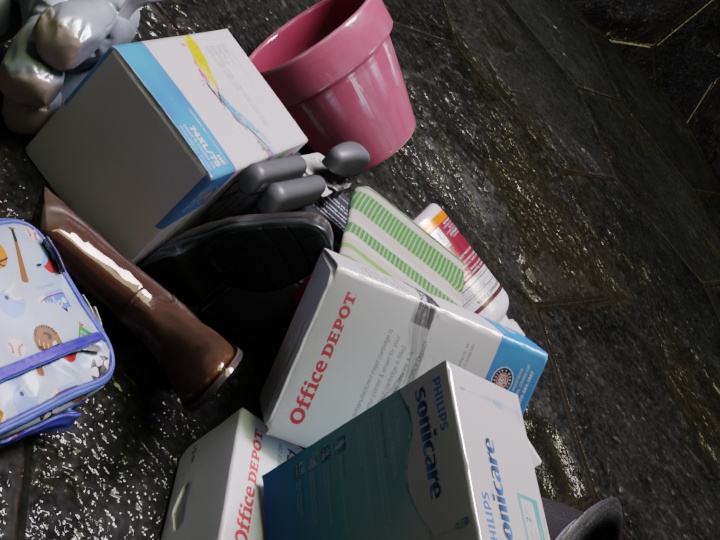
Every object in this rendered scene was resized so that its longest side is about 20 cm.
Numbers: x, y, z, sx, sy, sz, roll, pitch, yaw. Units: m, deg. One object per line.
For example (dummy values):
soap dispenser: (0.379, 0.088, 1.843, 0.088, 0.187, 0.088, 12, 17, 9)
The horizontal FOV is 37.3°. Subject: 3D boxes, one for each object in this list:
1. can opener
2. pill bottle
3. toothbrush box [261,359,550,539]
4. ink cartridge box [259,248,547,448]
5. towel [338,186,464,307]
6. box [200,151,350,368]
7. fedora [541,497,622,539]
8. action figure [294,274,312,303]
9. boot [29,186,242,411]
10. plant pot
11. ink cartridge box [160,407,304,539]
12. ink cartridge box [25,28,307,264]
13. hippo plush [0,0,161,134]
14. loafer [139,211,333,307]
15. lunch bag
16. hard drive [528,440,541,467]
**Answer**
can opener: (-0.053, -0.096, 1.029, 0.053, 0.067, 0.200, 42, 24, 8)
pill bottle: (0.110, 0.028, 1.322, 0.201, 0.112, 0.113, 52, 28, -2)
toothbrush box: (0.027, 0.180, 0.748, 0.085, 0.199, 0.148, 25, 41, -37)
ink cartridge box: (0.032, 0.090, 0.889, 0.197, 0.147, 0.084, 23, 7, -14)
towel: (0.041, 0.001, 1.016, 0.152, 0.023, 0.201, 38, 25, -15)
box: (-0.064, -0.002, 1.098, 0.148, 0.104, 0.202, 41, 30, -21)
fedora: (0.195, 0.304, 1.130, 0.091, 0.204, 0.199, 27, 13, 33)
action figure: (0.000, 0.000, 1.035, 0.066, 0.052, 0.200, 49, 25, -2)
boot: (-0.192, 0.018, 0.861, 0.200, 0.064, 0.186, 47, -12, -17)
plant pot: (-0.024, -0.229, 1.351, 0.180, 0.197, 0.201, 57, 24, -24)
ink cartridge box: (-0.058, 0.230, 0.862, 0.199, 0.084, 0.146, 37, 32, -25)
ink cartridge box: (-0.177, -0.121, 1.017, 0.147, 0.146, 0.200, 52, 28, 1)
hippo plush: (-0.292, -0.242, 0.956, 0.160, 0.200, 0.159, 42, 6, -1)
loafer: (-0.108, -0.023, 0.950, 0.074, 0.196, 0.073, 65, 29, -29)
lunch bag: (-0.269, 0.051, 0.760, 0.162, 0.075, 0.199, 57, 29, 5)
hard drive: (0.127, 0.134, 1.223, 0.202, 0.026, 0.132, 58, -10, -2)
